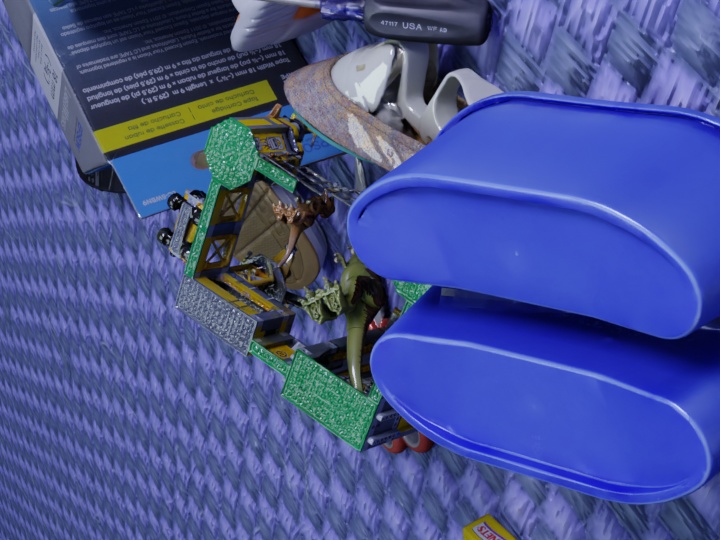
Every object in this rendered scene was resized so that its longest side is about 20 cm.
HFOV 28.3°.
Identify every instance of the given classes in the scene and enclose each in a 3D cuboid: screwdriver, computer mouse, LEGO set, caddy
[{"bbox_3d":[-0.034,-0.129,0.694,0.029,0.200,0.028,65,-144,-62],"label":"screwdriver"},{"bbox_3d":[-0.186,-0.087,1.195,0.200,0.034,0.059,21,110,53],"label":"computer mouse"},{"bbox_3d":[0.000,0.000,0.777,0.200,0.116,0.154,24,110,32],"label":"LEGO set"},{"bbox_3d":[0.091,0.004,0.574,0.200,0.105,0.142,13,122,38],"label":"caddy"}]

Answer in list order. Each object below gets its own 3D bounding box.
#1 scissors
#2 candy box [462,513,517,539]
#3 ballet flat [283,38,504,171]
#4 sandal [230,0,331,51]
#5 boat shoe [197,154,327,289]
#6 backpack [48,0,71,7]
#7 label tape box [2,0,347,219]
[{"bbox_3d":[0.006,0.025,0.886,0.073,0.014,0.200,13,121,64],"label":"scissors"},{"bbox_3d":[0.100,0.251,0.849,0.102,0.026,0.200,35,139,47],"label":"candy box"},{"bbox_3d":[0.035,-0.076,0.700,0.200,0.068,0.067,37,137,35],"label":"ballet flat"},{"bbox_3d":[-0.016,-0.186,0.705,0.059,0.079,0.207,58,145,14],"label":"sandal"},{"bbox_3d":[-0.085,-0.077,0.945,0.200,0.069,0.071,49,131,2],"label":"boat shoe"},{"bbox_3d":[-0.122,-0.237,0.772,0.200,0.134,0.183,108,165,-67],"label":"backpack"},{"bbox_3d":[-0.116,-0.120,0.874,0.200,0.144,0.063,62,155,17],"label":"label tape box"}]
